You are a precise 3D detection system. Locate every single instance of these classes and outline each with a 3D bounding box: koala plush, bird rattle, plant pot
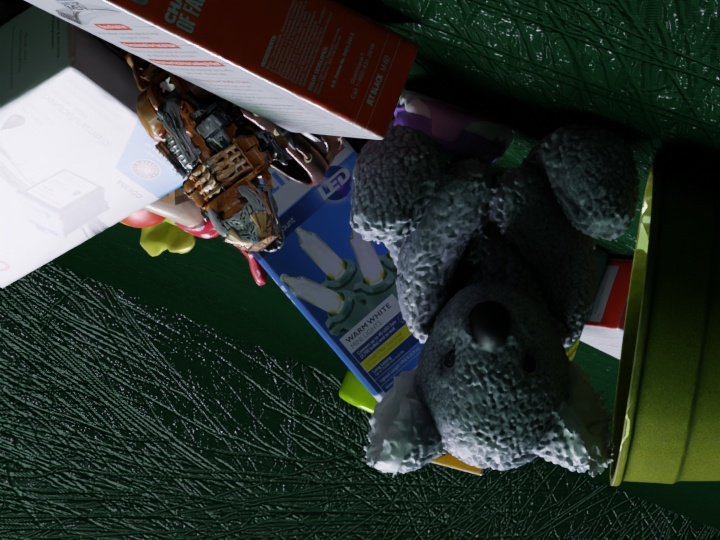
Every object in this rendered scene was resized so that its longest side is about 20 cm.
[{"bbox_3d":[0.084,0.036,1.380,0.177,0.201,0.184,-1,153,1],"label":"koala plush"},{"bbox_3d":[-0.156,-0.051,1.792,0.163,0.113,0.200,18,-171,-31],"label":"bird rattle"},{"bbox_3d":[0.262,0.046,1.376,0.192,0.201,0.200,8,171,4],"label":"plant pot"}]

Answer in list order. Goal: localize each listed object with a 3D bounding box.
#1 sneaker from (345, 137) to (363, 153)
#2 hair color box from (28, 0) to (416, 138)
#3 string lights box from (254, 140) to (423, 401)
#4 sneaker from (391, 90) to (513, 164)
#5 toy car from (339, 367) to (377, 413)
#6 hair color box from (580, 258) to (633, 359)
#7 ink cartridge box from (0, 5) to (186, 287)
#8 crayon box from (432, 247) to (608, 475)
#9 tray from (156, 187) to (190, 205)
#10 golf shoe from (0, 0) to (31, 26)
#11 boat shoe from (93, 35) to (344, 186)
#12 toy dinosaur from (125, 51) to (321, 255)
[{"bbox_3d":[-0.041,-0.071,1.712,0.199,0.060,0.104,5,165,25],"label":"sneaker"},{"bbox_3d":[-0.081,-0.143,1.273,0.200,0.064,0.111,23,174,-31],"label":"hair color box"},{"bbox_3d":[0.000,0.000,1.604,0.200,0.103,0.059,49,177,-2],"label":"string lights box"},{"bbox_3d":[0.044,-0.061,1.484,0.080,0.089,0.200,22,171,-3],"label":"sneaker"},{"bbox_3d":[0.053,0.048,2.004,0.157,0.165,0.200,23,-178,-16],"label":"toy car"},{"bbox_3d":[0.256,0.051,1.812,0.200,0.064,0.111,26,169,-31],"label":"hair color box"},{"bbox_3d":[-0.226,-0.091,1.556,0.200,0.086,0.146,-29,136,25],"label":"ink cartridge box"},{"bbox_3d":[0.112,0.067,1.777,0.051,0.201,0.126,25,171,-30],"label":"crayon box"},{"bbox_3d":[-0.201,-0.118,1.678,0.200,0.099,0.037,15,-155,38],"label":"tray"},{"bbox_3d":[-0.292,-0.180,1.591,0.200,0.078,0.097,27,176,-35],"label":"golf shoe"},{"bbox_3d":[-0.095,-0.121,1.501,0.200,0.071,0.070,25,172,-25],"label":"boat shoe"},{"bbox_3d":[-0.093,-0.099,1.391,0.102,0.201,0.136,-15,167,21],"label":"toy dinosaur"}]
